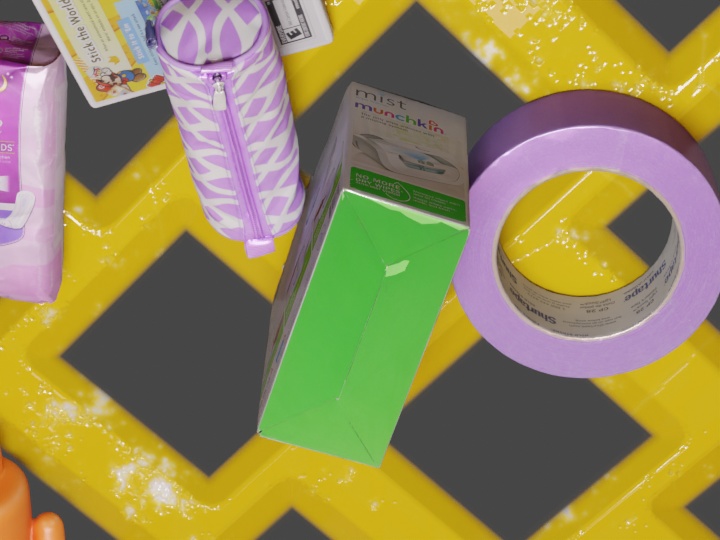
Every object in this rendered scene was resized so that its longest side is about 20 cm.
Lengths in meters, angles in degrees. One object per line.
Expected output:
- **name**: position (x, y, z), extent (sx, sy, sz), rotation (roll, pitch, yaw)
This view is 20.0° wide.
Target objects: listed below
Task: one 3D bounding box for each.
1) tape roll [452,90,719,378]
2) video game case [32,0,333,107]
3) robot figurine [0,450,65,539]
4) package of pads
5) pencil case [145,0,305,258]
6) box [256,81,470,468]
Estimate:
- **tape roll**: position (0.163, -0.025, 1.472), extent (0.198, 0.066, 0.202), rotation (1, 118, 2)
- **video game case**: position (-0.125, -0.193, 1.359), extent (0.180, 0.023, 0.200), rotation (-15, 149, 4)
- **robot figurine**: position (-0.309, 0.223, 1.596), extent (0.143, 0.117, 0.202), rotation (-14, 121, -25)
- **package of pads**: position (-0.271, -0.077, 1.462), extent (0.119, 0.076, 0.202), rotation (4, 118, -2)
- **pencil case**: position (-0.086, -0.104, 1.395), extent (0.083, 0.086, 0.201), rotation (-18, 143, -3)
- **box**: position (0.000, 0.000, 1.430), extent (0.096, 0.177, 0.201), rotation (16, 117, -7)
